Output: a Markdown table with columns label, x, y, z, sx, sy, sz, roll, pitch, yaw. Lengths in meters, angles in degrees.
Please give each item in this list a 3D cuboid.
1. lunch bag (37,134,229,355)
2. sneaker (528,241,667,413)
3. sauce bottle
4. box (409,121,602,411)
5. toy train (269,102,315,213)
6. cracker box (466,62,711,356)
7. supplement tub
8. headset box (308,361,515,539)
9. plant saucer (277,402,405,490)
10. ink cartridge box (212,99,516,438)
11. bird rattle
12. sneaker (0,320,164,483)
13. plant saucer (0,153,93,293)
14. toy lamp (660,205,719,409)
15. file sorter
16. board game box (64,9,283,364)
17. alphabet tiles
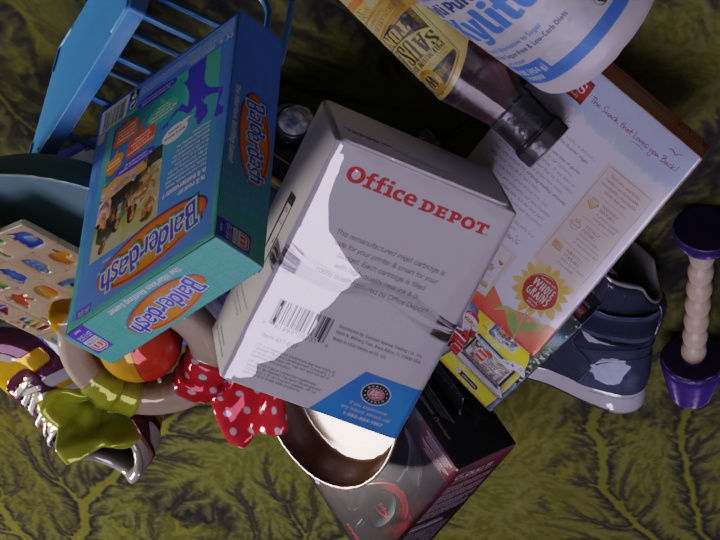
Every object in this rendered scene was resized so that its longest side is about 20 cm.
| label | x | y | z | sx | sy | sz | roll | pitch | yaw |
| --- | --- | --- | --- | --- | --- | --- | --- | --- | --- |
| lunch bag | -0.210 | -0.014 | 1.718 | 0.199 | 0.124 | 0.170 | -24 | 128 | 23 |
| sneaker | 0.151 | 0.022 | 1.713 | 0.201 | 0.077 | 0.147 | 16 | 130 | 8 |
| sauce bottle | 0.065 | -0.157 | 1.490 | 0.200 | 0.066 | 0.066 | 44 | 134 | 1 |
| box | 0.077 | -0.001 | 1.664 | 0.200 | 0.038 | 0.137 | 46 | 134 | 3 |
| toy train | -0.065 | -0.043 | 1.615 | 0.085 | 0.114 | 0.200 | 36 | 154 | 20 |
| cracker box | 0.144 | -0.056 | 1.553 | 0.134 | 0.058 | 0.200 | 41 | 112 | 5 |
| supplement tub | 0.092 | -0.223 | 1.414 | 0.199 | 0.132 | 0.132 | 32 | 134 | -22 |
| headset box | 0.035 | 0.141 | 1.807 | 0.149 | 0.075 | 0.200 | 56 | 139 | 18 |
| plant saucer | -0.020 | 0.082 | 1.764 | 0.034 | 0.201 | 0.200 | -15 | 154 | -37 |
| ink cartridge box | 0.000 | 0.000 | 1.511 | 0.145 | 0.084 | 0.201 | 22 | 109 | -18 |
| bird rattle | -0.156 | 0.075 | 1.606 | 0.199 | 0.113 | 0.164 | -3 | 136 | 21 |
| sneaker | -0.270 | 0.119 | 1.898 | 0.199 | 0.090 | 0.075 | 25 | 137 | -15 |
| plant saucer | -0.219 | -0.037 | 1.559 | 0.199 | 0.036 | 0.200 | 8 | 155 | 4 |
| toy lamp | 0.275 | 0.036 | 1.710 | 0.058 | 0.058 | 0.201 | 5 | 137 | 7 |
| file sorter | -0.144 | -0.153 | 1.542 | 0.122 | 0.139 | 0.200 | 23 | 137 | -18 |
| board game box | -0.122 | -0.056 | 1.394 | 0.152 | 0.201 | 0.045 | -30 | 130 | 35 |
| alphabet tiles | -0.254 | 0.008 | 1.618 | 0.199 | 0.008 | 0.167 | 30 | 149 | -35 |
